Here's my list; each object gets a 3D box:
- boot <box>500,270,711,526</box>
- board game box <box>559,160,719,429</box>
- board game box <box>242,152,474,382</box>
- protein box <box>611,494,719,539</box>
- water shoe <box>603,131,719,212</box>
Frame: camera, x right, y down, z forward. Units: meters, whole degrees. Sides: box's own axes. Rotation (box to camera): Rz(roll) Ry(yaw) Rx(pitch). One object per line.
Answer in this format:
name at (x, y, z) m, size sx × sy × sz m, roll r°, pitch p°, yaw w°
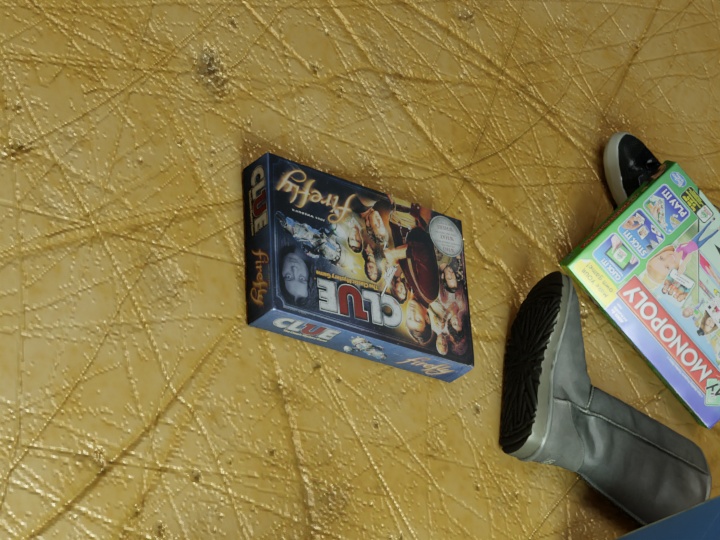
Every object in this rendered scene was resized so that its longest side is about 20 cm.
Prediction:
boot at (0.213, 0.117, 1.583) m, size 0.199 × 0.072 × 0.183 m, roll 23°, pitch 67°, yaw -23°
board game box at (0.290, 0.022, 1.678) m, size 0.135 × 0.029 × 0.200 m, roll -43°, pitch 101°, yaw -4°
board game box at (0.000, 0.000, 1.480) m, size 0.199 × 0.035 × 0.136 m, roll 17°, pitch 57°, yaw -35°
protein box at (0.264, 0.302, 1.430) m, size 0.134 × 0.198 × 0.201 m, roll 22°, pitch 53°, yaw -32°
water shoe at (0.299, -0.048, 1.749) m, size 0.071 × 0.079 × 0.201 m, roll -22°, pitch 83°, yaw -47°
